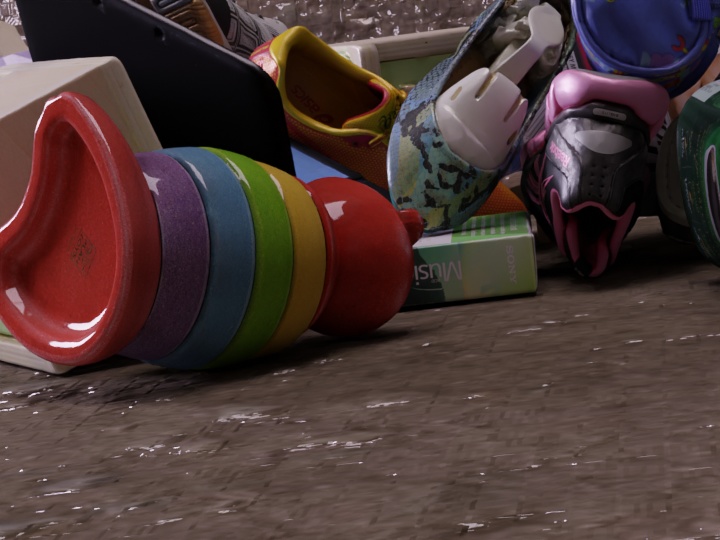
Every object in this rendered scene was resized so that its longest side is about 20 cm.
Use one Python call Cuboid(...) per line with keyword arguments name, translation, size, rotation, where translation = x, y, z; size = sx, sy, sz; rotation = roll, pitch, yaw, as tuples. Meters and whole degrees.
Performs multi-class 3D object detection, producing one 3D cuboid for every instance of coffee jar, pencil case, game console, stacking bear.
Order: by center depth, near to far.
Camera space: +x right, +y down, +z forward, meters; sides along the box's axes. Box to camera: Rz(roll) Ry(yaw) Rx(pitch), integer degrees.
Cuboid(name="stacking bear", translation=(-0.060, -0.008, 1.296), size=(0.199, 0.122, 0.114), rotation=(1, 35, -39))
Cuboid(name="coffee jar", translation=(0.210, -0.042, 1.299), size=(0.085, 0.105, 0.200), rotation=(-10, 6, 0))
Cuboid(name="game console", translation=(-0.081, -0.100, 1.472), size=(0.199, 0.117, 0.175), rotation=(29, 25, 30))
Cuboid(name="pencil case", translation=(0.164, -0.140, 1.506), size=(0.086, 0.079, 0.200), rotation=(-7, -2, 8))

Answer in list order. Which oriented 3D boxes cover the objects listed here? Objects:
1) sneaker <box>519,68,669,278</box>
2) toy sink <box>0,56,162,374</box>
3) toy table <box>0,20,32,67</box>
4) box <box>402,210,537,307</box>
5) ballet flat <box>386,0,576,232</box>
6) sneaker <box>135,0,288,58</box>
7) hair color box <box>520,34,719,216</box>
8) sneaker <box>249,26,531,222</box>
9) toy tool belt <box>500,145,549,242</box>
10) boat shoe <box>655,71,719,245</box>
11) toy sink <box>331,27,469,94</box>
Cuboid(name="sneaker", translation=(0.125, -0.036, 1.489), size=(0.078, 0.096, 0.200), rotation=(5, -19, 4))
Cuboid(name="toy sink", translation=(-0.179, -0.030, 1.419), size=(0.112, 0.131, 0.200), rotation=(-30, 15, -20))
Cuboid(name="toy table", translation=(-0.177, -0.105, 1.694), size=(0.200, 0.184, 0.117), rotation=(32, 20, -39))
Cuboid(name="box", translation=(0.000, 0.000, 1.498), size=(0.198, 0.037, 0.144), rotation=(-8, 6, 4))
Cuboid(name="ballet flat", translation=(0.073, -0.102, 1.511), size=(0.074, 0.075, 0.201), rotation=(-4, 38, 28))
Cuboid(name="sneaker", translation=(-0.088, -0.135, 1.631), size=(0.075, 0.200, 0.088), rotation=(-16, 32, 33))
Cuboid(name="hair color box", translation=(0.197, -0.090, 1.645), size=(0.198, 0.100, 0.061), rotation=(-3, -27, -25))
Cuboid(name="sneaker", translation=(0.018, -0.067, 1.569), size=(0.199, 0.073, 0.077), rotation=(32, -23, -13))
Cuboid(name="toy tool belt", translation=(0.089, -0.075, 1.695), size=(0.122, 0.126, 0.200), rotation=(-14, 4, 18))
Cuboid(name="boat shoe", translation=(0.219, -0.073, 1.557), size=(0.071, 0.061, 0.202), rotation=(24, 46, 12))
Cuboid(name="toy sink", translation=(0.017, -0.103, 1.945), size=(0.199, 0.132, 0.112), rotation=(-9, 6, -29))
